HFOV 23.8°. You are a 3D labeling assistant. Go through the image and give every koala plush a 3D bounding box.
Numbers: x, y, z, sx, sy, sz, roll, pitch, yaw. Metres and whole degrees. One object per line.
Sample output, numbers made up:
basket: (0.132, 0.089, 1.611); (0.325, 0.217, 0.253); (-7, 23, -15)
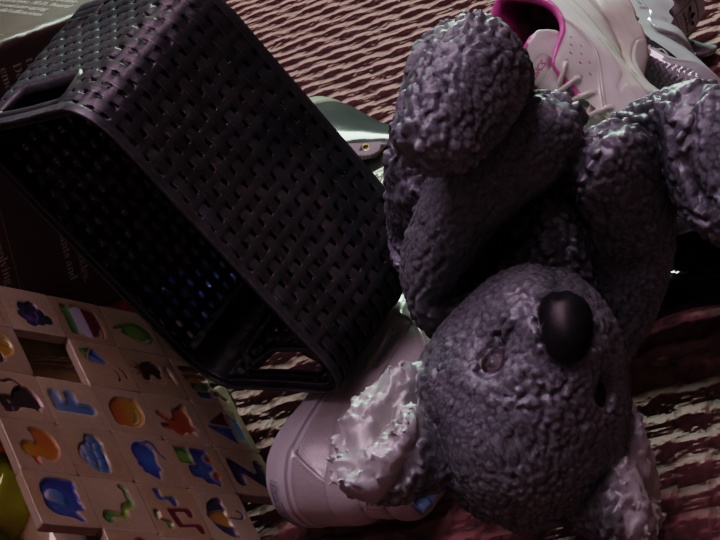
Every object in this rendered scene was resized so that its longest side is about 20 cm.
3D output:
koala plush: (0.076, 0.027, 0.758); (0.184, 0.176, 0.201); (122, 157, -59)

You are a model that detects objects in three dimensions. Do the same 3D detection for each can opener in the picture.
can opener: (0.148, 0.002, 0.886); (0.199, 0.079, 0.064); (-24, 29, 27)

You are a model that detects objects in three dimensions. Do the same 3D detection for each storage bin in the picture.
storage bin: (-0.078, -0.038, 0.860); (0.135, 0.200, 0.094); (-2, 45, 53)

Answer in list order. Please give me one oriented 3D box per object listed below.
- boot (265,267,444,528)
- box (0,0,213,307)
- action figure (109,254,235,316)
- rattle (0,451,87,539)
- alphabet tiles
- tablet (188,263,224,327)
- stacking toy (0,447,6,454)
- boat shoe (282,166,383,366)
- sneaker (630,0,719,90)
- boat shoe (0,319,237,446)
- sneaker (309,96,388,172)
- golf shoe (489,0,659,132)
boot: (0.035, 0.055, 0.886); (0.095, 0.074, 0.201); (-3, 43, 37)
box: (-0.204, -0.067, 0.984); (0.164, 0.167, 0.199); (11, 30, 45)
action figure: (-0.122, 0.023, 1.039); (0.199, 0.066, 0.099); (-16, 27, -12)
rattle: (-0.203, 0.196, 0.851); (0.143, 0.130, 0.201); (-41, 56, 18)
alphabet tiles: (-0.112, 0.084, 0.851); (0.008, 0.167, 0.200); (-51, 49, 23)
tablet: (-0.120, 0.015, 1.120); (0.129, 0.014, 0.200); (8, 37, 20)
stacking toy: (-0.259, 0.098, 1.057); (0.199, 0.117, 0.110); (12, 48, 32)
boat shoe: (0.000, 0.000, 1.019); (0.074, 0.062, 0.200); (-32, 21, 22)
sneaker: (0.195, -0.145, 1.092); (0.114, 0.076, 0.200); (-27, 31, -18)
boat shoe: (-0.141, 0.072, 0.908); (0.199, 0.072, 0.076); (5, 22, -42)
sneaker: (-0.046, -0.059, 1.126); (0.106, 0.075, 0.200); (15, 38, 42)
golf shoe: (0.134, -0.090, 0.973); (0.075, 0.091, 0.201); (-57, 41, 36)
